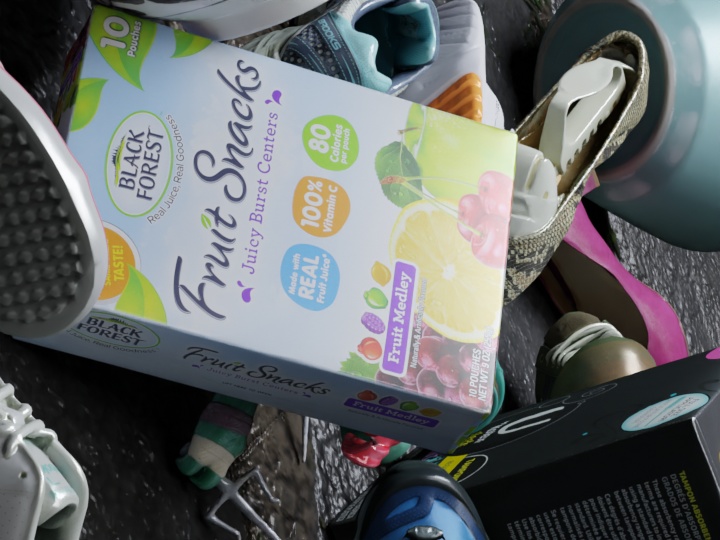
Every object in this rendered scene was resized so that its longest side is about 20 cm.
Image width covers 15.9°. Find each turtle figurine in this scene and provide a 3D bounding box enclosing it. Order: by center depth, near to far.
[{"bbox_3d":[-0.031,0.026,1.179,0.200,0.101,0.150,63,27,-4],"label":"turtle figurine"}]

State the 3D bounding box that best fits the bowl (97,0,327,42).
[{"bbox_3d":[-0.052,-0.160,1.122,0.094,0.200,0.201,67,26,-19],"label":"bowl"}]

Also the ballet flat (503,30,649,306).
[{"bbox_3d":[0.103,-0.065,1.449,0.200,0.068,0.075,-52,164,-31],"label":"ballet flat"}]

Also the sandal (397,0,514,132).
[{"bbox_3d":[0.050,-0.074,1.409,0.059,0.079,0.207,52,30,-28],"label":"sandal"}]

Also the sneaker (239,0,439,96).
[{"bbox_3d":[0.010,-0.119,1.354,0.078,0.086,0.200,64,28,-16],"label":"sneaker"}]

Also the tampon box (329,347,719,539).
[{"bbox_3d":[0.117,0.132,1.266,0.127,0.200,0.150,68,26,-6],"label":"tampon box"}]

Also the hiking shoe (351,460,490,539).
[{"bbox_3d":[0.039,0.184,1.159,0.087,0.074,0.201,151,-64,-77],"label":"hiking shoe"}]

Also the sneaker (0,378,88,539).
[{"bbox_3d":[-0.142,0.068,0.953,0.070,0.080,0.201,-4,75,-61],"label":"sneaker"}]

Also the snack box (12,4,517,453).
[{"bbox_3d":[-0.037,-0.016,1.102,0.199,0.053,0.143,16,59,-15],"label":"snack box"}]

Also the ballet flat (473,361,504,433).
[{"bbox_3d":[0.000,0.000,1.292,0.200,0.067,0.070,52,4,-22],"label":"ballet flat"}]

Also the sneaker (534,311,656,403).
[{"bbox_3d":[0.124,0.061,1.435,0.200,0.067,0.090,76,-4,-66],"label":"sneaker"}]

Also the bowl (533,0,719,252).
[{"bbox_3d":[0.183,-0.113,1.597,0.105,0.201,0.201,1,71,-41],"label":"bowl"}]

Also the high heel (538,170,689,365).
[{"bbox_3d":[0.129,0.020,1.532,0.096,0.067,0.200,-33,98,-51],"label":"high heel"}]

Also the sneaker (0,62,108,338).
[{"bbox_3d":[-0.151,-0.062,0.971,0.200,0.075,0.105,46,18,11],"label":"sneaker"}]
